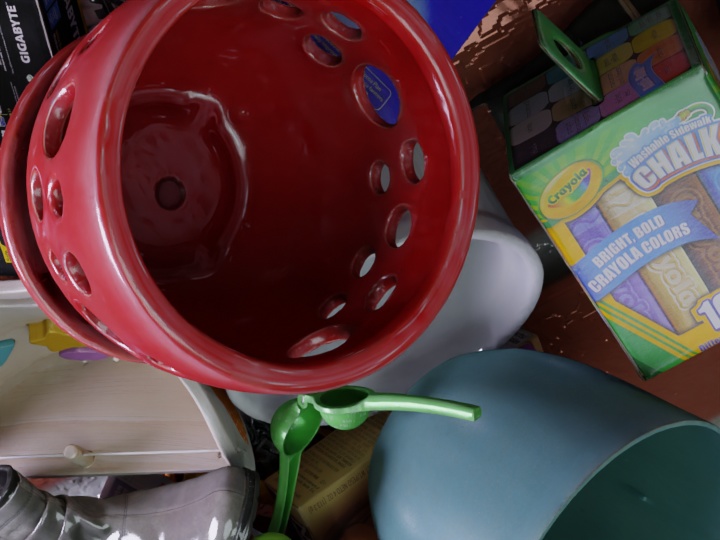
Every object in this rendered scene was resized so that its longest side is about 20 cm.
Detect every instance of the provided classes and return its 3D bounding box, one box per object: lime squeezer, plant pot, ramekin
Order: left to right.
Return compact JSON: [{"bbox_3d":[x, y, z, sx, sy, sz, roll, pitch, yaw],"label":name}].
[{"bbox_3d":[-0.069,-0.046,0.863,0.199,0.182,0.202,-1,92,-30],"label":"plant pot"},{"bbox_3d":[-0.015,0.098,1.030,0.038,0.071,0.200,-1,152,-45],"label":"lime squeezer"},{"bbox_3d":[0.000,0.000,1.059,0.199,0.098,0.201,-17,150,-10],"label":"ramekin"},{"bbox_3d":[0.099,0.140,1.057,0.200,0.161,0.202,-24,130,-32],"label":"plant pot"}]

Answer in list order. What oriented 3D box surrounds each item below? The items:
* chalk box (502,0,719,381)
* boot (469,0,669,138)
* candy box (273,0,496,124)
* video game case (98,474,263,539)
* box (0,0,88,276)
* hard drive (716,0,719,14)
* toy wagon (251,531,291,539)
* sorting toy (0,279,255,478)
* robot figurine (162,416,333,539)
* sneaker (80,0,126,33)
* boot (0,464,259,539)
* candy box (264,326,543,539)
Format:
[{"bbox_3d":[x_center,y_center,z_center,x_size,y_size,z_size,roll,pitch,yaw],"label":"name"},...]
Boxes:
[{"bbox_3d":[0.161,-0.066,1.016,0.123,0.125,0.201,-28,113,16],"label":"chalk box"},{"bbox_3d":[0.173,-0.076,1.117,0.138,0.078,0.200,-34,109,13],"label":"boot"},{"bbox_3d":[0.009,-0.204,0.956,0.169,0.077,0.200,41,84,-29],"label":"candy box"},{"bbox_3d":[-0.107,0.226,1.170,0.181,0.023,0.201,30,134,1],"label":"video game case"},{"bbox_3d":[-0.219,-0.086,0.974,0.158,0.049,0.201,4,130,17],"label":"box"},{"bbox_3d":[0.311,-0.181,1.060,0.198,0.033,0.141,-14,87,-8],"label":"hard drive"},{"bbox_3d":[-0.040,0.223,1.079,0.199,0.040,0.156,17,139,19],"label":"toy wagon"},{"bbox_3d":[-0.175,0.050,1.020,0.198,0.108,0.180,-3,157,10],"label":"sorting toy"},{"bbox_3d":[-0.059,0.160,1.203,0.199,0.058,0.146,17,115,-23],"label":"robot figurine"},{"bbox_3d":[-0.132,-0.175,0.968,0.074,0.081,0.201,-27,123,8],"label":"sneaker"},{"bbox_3d":[-0.158,0.150,1.041,0.130,0.068,0.200,28,141,-27],"label":"boot"},{"bbox_3d":[0.048,0.135,1.169,0.199,0.056,0.117,-33,117,-18],"label":"candy box"}]
